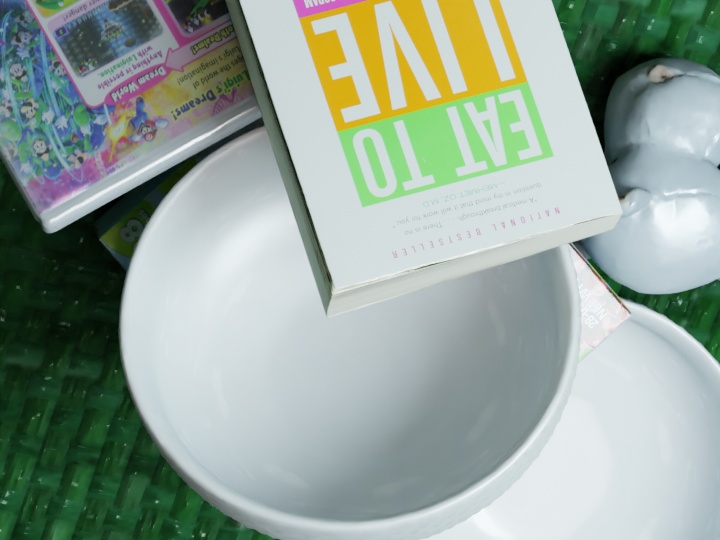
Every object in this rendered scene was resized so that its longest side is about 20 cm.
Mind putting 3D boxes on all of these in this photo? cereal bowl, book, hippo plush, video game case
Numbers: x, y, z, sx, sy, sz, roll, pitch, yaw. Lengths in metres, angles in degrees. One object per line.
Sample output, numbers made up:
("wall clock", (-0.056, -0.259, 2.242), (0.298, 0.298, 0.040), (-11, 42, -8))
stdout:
("cereal bowl", (0.097, 0.106, 1.503), (0.200, 0.083, 0.200), (0, 95, -5))
("book", (0.019, -0.095, 1.276), (0.133, 0.048, 0.200), (-16, 77, -9))
("cereal bowl", (-0.002, 0.032, 1.312), (0.200, 0.200, 0.083), (-31, 160, -7))
("hippo plush", (0.188, -0.022, 1.482), (0.161, 0.159, 0.200), (8, 74, 2))
("video game case", (-0.097, -0.142, 1.309), (0.200, 0.024, 0.182), (-30, 85, -9))

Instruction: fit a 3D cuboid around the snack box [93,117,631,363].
("snack box", (0.000, 0.000, 1.409), (0.169, 0.068, 0.200), (-41, 99, -1))
